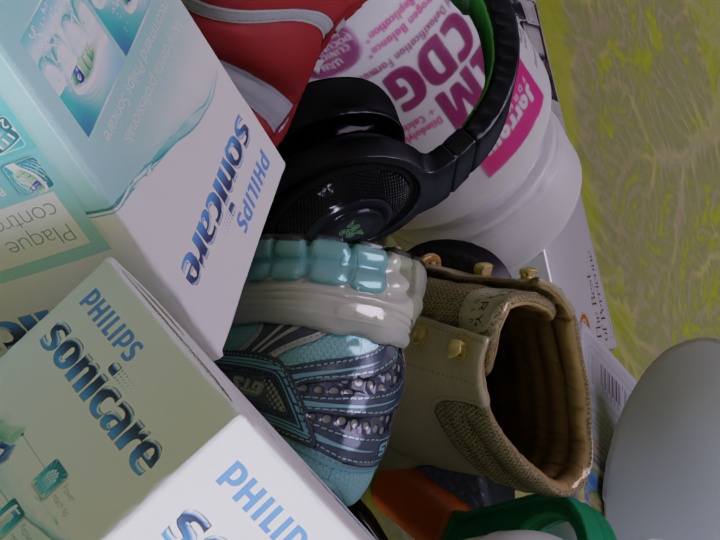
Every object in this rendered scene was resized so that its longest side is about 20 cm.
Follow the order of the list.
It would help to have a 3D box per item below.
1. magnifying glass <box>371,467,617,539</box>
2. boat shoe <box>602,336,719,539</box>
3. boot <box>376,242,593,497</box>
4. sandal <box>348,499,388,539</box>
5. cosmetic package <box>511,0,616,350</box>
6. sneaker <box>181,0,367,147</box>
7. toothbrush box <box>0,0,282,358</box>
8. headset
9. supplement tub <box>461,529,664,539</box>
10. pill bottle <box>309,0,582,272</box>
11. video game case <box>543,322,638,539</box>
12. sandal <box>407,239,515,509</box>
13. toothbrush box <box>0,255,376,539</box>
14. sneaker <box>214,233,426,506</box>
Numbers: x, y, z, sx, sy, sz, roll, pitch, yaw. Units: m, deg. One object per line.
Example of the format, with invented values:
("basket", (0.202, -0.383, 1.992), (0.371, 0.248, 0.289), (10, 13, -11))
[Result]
("magnifying glass", (0.049, 0.115, 0.830), (0.022, 0.200, 0.080), (22, 92, -25))
("boat shoe", (0.145, 0.128, 0.812), (0.068, 0.071, 0.202), (32, 49, -47))
("boot", (0.000, 0.000, 0.782), (0.073, 0.155, 0.201), (-39, 117, -33))
("sandal", (-0.026, 0.107, 0.793), (0.200, 0.054, 0.082), (51, 6, -15))
("cosmetic package", (0.082, -0.049, 1.094), (0.082, 0.050, 0.202), (-5, 81, -63))
("sneaker", (-0.009, -0.105, 0.685), (0.071, 0.113, 0.200), (41, 28, 17))
("toothbrush box", (-0.135, -0.057, 0.547), (0.201, 0.145, 0.086), (57, 32, -34))
("headset", (-0.034, -0.049, 0.731), (0.124, 0.199, 0.094), (46, -22, 19))
("supplement tub", (0.019, 0.168, 0.687), (0.145, 0.199, 0.146), (39, 43, -49))
("pill bottle", (0.017, -0.091, 0.914), (0.200, 0.113, 0.114), (51, 35, -39))
("video game case", (0.133, 0.149, 0.880), (0.200, 0.023, 0.183), (46, 37, -40))
("sandal", (0.048, 0.051, 0.887), (0.045, 0.075, 0.201), (-37, 147, -25))
("toothbrush box", (-0.081, 0.122, 0.513), (0.147, 0.200, 0.085), (50, -4, -40))
("sneaker", (-0.049, 0.054, 0.657), (0.077, 0.200, 0.087), (13, 68, -20))
